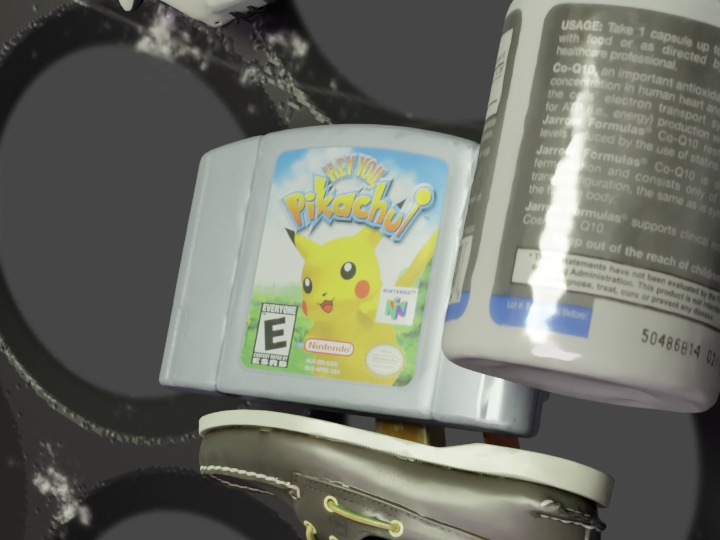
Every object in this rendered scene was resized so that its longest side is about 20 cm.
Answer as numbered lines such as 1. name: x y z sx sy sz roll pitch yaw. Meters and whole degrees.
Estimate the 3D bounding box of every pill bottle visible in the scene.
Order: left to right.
1. pill bottle: 0.105 -0.052 0.710 0.113 0.114 0.201 8 82 29

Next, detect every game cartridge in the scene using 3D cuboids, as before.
1. game cartridge: 0.000 0.000 0.824 0.199 0.040 0.134 4 76 31

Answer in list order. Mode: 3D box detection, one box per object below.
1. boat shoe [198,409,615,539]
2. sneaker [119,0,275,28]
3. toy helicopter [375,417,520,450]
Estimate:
1. boat shoe: 0.010 0.103 0.781 0.200 0.072 0.061 6 77 28
2. sneaker: -0.043 -0.156 0.840 0.199 0.074 0.080 12 121 33
3. toy helicopter: 0.032 0.094 0.842 0.132 0.079 0.201 -5 87 37
